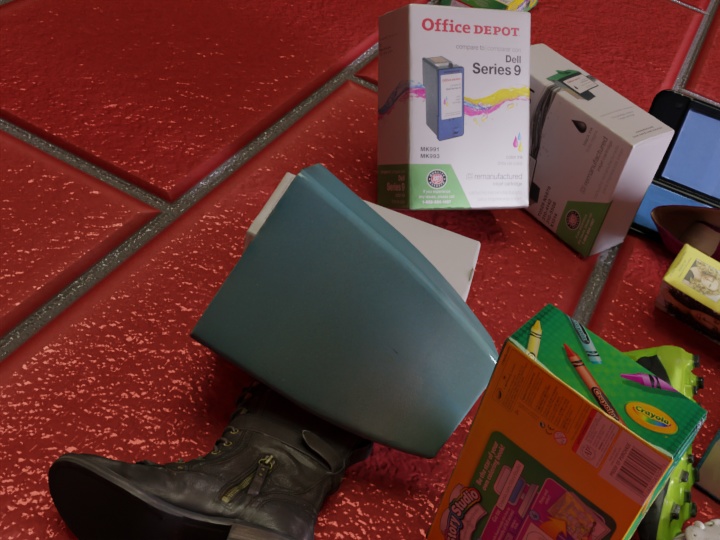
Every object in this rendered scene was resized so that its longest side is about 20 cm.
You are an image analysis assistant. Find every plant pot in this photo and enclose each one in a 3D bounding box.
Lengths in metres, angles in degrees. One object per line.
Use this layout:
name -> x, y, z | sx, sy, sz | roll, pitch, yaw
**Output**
plant pot -> 0.001, 0.039, 0.731 | 0.199, 0.142, 0.141 | 36, 8, -3

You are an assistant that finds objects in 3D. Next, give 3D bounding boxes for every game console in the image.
game console -> 0.414, -0.102, 1.121 | 0.197, 0.175, 0.119 | 23, 10, 8

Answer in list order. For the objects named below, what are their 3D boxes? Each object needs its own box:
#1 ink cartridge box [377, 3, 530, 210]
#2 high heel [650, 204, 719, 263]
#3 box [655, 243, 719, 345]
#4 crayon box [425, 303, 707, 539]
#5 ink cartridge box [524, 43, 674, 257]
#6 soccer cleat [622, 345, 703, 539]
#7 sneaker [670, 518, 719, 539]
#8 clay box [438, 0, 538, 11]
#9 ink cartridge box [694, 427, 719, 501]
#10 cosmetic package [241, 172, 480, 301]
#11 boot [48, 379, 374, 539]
ink cartridge box -> 0.096, -0.165, 0.994 | 0.142, 0.205, 0.087 | -1, 4, -22
high heel -> 0.352, -0.042, 0.985 | 0.096, 0.068, 0.200 | 37, -5, 8
box -> 0.387, 0.056, 0.931 | 0.198, 0.075, 0.050 | 33, 77, 23
crayon box -> 0.125, 0.139, 0.627 | 0.118, 0.203, 0.058 | 35, 42, 24
ink cartridge box -> 0.223, -0.137, 1.061 | 0.083, 0.148, 0.200 | -19, 48, -37
soccer cleat -> 0.235, 0.144, 0.786 | 0.080, 0.068, 0.202 | -4, 39, 27
sneaker -> 0.264, 0.209, 0.686 | 0.087, 0.075, 0.199 | 43, 42, 14
clay box -> 0.217, -0.450, 1.538 | 0.114, 0.048, 0.200 | 28, 37, 15
ink cartridge box -> 0.382, 0.142, 0.832 | 0.115, 0.069, 0.199 | 34, 40, 22
cosmetic package -> 0.000, 0.000, 0.858 | 0.197, 0.082, 0.113 | 22, 37, 5
boot -> -0.096, 0.135, 0.672 | 0.197, 0.070, 0.175 | 22, 32, 0
